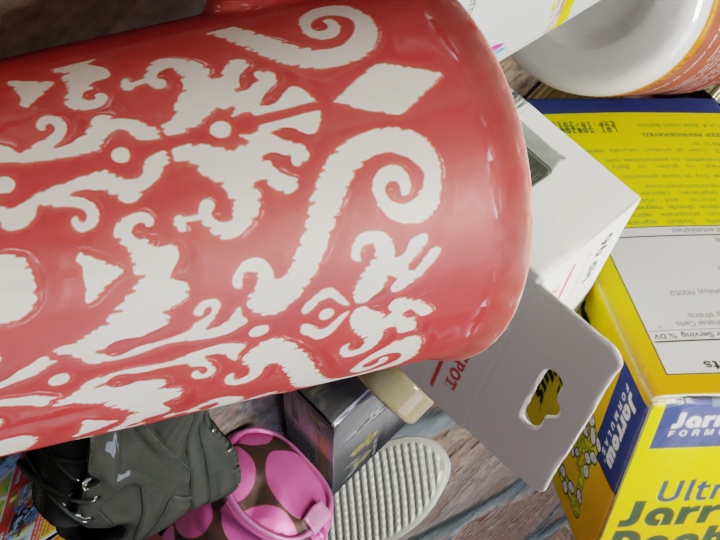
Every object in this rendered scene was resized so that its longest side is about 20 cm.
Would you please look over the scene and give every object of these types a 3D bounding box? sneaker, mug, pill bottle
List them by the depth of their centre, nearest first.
[{"bbox_3d":[-0.074,-0.033,0.499,0.199,0.178,0.133,-15,165,-28],"label":"mug"},{"bbox_3d":[-0.105,0.063,0.688,0.091,0.076,0.200,-37,147,-23],"label":"sneaker"},{"bbox_3d":[0.148,-0.144,0.813,0.112,0.112,0.200,-54,162,22],"label":"pill bottle"},{"bbox_3d":[0.001,0.199,1.310,0.200,0.073,0.114,-41,169,16],"label":"sneaker"}]

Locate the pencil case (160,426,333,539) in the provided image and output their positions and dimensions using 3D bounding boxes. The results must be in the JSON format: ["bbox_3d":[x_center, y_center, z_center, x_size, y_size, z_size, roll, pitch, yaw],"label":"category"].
[{"bbox_3d":[-0.089,0.197,1.031,0.091,0.094,0.200,-25,151,-51],"label":"pencil case"}]

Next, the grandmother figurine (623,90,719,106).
[{"bbox_3d":[0.160,-0.070,0.893,0.061,0.199,0.122,69,21,-45],"label":"grandmother figurine"}]

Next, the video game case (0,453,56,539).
[{"bbox_3d":[-0.143,0.086,0.779,0.200,0.017,0.143,-32,158,-42],"label":"video game case"}]

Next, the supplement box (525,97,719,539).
[{"bbox_3d":[0.135,0.022,0.743,0.108,0.201,0.110,-1,132,-14],"label":"supplement box"}]

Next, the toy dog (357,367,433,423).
[{"bbox_3d":[0.000,0.000,0.860,0.132,0.096,0.200,-40,147,-15],"label":"toy dog"}]

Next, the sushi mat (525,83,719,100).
[{"bbox_3d":[0.126,-0.073,0.950,0.200,0.096,0.012,-45,143,-6],"label":"sushi mat"}]

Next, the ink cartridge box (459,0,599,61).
[{"bbox_3d":[0.057,-0.158,0.609,0.200,0.086,0.148,-33,158,-36],"label":"ink cartridge box"}]

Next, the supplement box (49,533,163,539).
[{"bbox_3d":[-0.146,0.272,0.871,0.197,0.200,0.133,-37,161,-31],"label":"supplement box"}]

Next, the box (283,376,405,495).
[{"bbox_3d":[0.022,0.057,1.042,0.158,0.048,0.200,-43,167,-15],"label":"box"}]

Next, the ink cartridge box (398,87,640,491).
[{"bbox_3d":[0.036,-0.018,0.670,0.068,0.200,0.116,-36,160,-31],"label":"ink cartridge box"}]
